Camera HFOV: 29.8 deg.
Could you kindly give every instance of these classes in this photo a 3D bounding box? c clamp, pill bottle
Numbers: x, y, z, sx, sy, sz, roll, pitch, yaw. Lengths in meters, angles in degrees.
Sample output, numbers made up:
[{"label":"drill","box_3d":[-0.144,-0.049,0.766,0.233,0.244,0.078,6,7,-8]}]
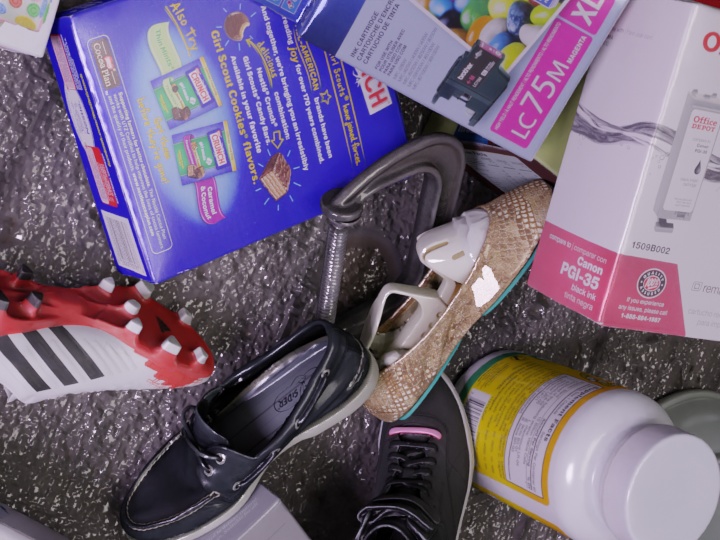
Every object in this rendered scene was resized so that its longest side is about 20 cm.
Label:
[{"label":"c clamp","box_3d":[0.000,0.000,0.899,0.170,0.027,0.201,-19,140,-34]},{"label":"pill bottle","box_3d":[0.155,0.130,0.964,0.112,0.200,0.114,-6,102,-29]}]

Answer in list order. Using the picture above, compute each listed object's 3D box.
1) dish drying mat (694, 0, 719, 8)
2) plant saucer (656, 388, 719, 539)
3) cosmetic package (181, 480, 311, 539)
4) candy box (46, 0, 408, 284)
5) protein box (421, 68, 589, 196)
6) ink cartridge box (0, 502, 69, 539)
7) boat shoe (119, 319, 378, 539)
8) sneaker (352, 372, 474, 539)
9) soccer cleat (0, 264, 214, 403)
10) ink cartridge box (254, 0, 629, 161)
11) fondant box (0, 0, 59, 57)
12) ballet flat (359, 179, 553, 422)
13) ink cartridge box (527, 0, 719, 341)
[{"label":"dish drying mat","box_3d":[0.176,-0.194,0.866,0.198,0.018,0.078,7,95,-27]},{"label":"plant saucer","box_3d":[0.285,0.203,1.143,0.198,0.050,0.202,-6,102,-29]},{"label":"cosmetic package","box_3d":[-0.059,0.242,0.924,0.107,0.090,0.201,-42,120,-15]},{"label":"candy box","box_3d":[-0.079,-0.107,0.854,0.199,0.077,0.171,-23,109,-24]},{"label":"protein box","box_3d":[0.190,-0.125,0.975,0.199,0.135,0.200,33,82,-30]},{"label":"ink cartridge box","box_3d":[-0.274,0.190,0.786,0.200,0.086,0.147,37,79,-32]},{"label":"boat shoe","box_3d":[-0.081,0.101,0.867,0.198,0.075,0.066,-33,143,0]},{"label":"sneaker","box_3d":[0.036,0.151,0.928,0.099,0.070,0.202,61,33,-66]},{"label":"soccer cleat","box_3d":[-0.180,0.048,0.834,0.199,0.069,0.085,16,124,-45]},{"label":"ink cartridge box","box_3d":[0.047,-0.162,0.804,0.199,0.042,0.120,27,108,-13]},{"label":"fondant box","box_3d":[-0.253,-0.218,0.741,0.199,0.058,0.146,16,90,-31]},{"label":"ballet flat","box_3d":[0.052,0.015,0.903,0.065,0.071,0.201,28,105,-23]},{"label":"ink cartridge box","box_3d":[0.207,-0.065,0.858,0.145,0.083,0.202,8,104,-30]}]
